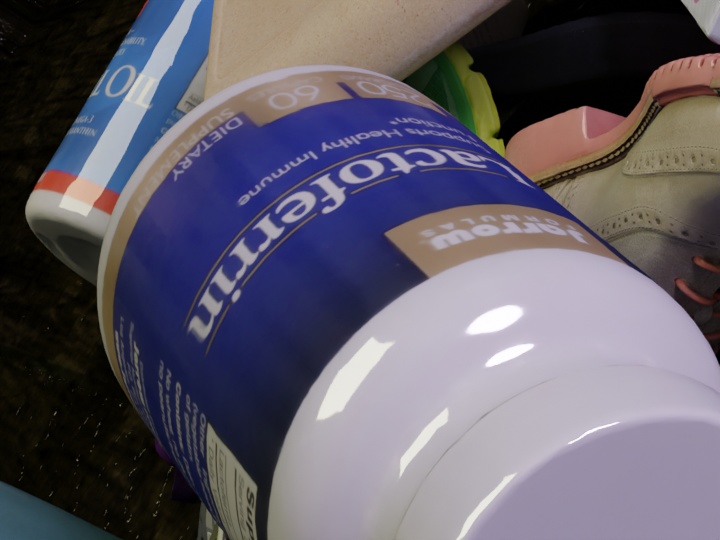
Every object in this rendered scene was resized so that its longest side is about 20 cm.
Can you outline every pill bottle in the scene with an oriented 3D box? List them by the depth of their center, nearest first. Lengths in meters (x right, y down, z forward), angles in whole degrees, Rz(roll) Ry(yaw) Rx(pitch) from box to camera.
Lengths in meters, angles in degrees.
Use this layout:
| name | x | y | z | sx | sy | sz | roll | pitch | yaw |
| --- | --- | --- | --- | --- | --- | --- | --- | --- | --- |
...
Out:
| name | x | y | z | sx | sy | sz | roll | pitch | yaw |
| --- | --- | --- | --- | --- | --- | --- | --- | --- | --- |
| pill bottle | 0.018 | 0.034 | 0.642 | 0.116 | 0.115 | 0.200 | -55 | 32 | 6 |
| pill bottle | -0.058 | -0.081 | 1.234 | 0.201 | 0.112 | 0.112 | -60 | 14 | -15 |

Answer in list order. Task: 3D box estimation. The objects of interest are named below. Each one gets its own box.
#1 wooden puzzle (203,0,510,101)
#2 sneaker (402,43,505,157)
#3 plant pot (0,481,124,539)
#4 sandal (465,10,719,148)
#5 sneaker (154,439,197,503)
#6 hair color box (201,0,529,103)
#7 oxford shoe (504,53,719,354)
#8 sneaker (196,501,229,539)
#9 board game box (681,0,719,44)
| name | x | y | z | sx | sy | sz | roll | pitch | yaw |
| --- | --- | --- | --- | --- | --- | --- | --- | --- | --- |
| wooden puzzle | 0.027 | -0.146 | 0.810 | 0.185 | 0.046 | 0.201 | -34 | 44 | 39 |
| sneaker | 0.000 | 0.000 | 0.804 | 0.074 | 0.083 | 0.201 | 112 | 159 | -51 |
| plant pot | -0.186 | 0.159 | 1.037 | 0.201 | 0.160 | 0.201 | -52 | 14 | 19 |
| sandal | 0.057 | -0.046 | 0.865 | 0.200 | 0.076 | 0.043 | 167 | 108 | -71 |
| sneaker | -0.040 | 0.003 | 1.086 | 0.200 | 0.074 | 0.088 | -58 | -12 | -50 |
| hair color box | -0.001 | -0.065 | 1.003 | 0.060 | 0.100 | 0.201 | -6 | 42 | 27 |
| oxford shoe | 0.093 | -0.008 | 0.693 | 0.200 | 0.070 | 0.074 | 157 | 123 | -71 |
| sneaker | -0.017 | 0.082 | 0.852 | 0.081 | 0.074 | 0.200 | -61 | 5 | 26 |
| board game box | 0.140 | -0.163 | 0.719 | 0.201 | 0.064 | 0.148 | -62 | 22 | 19 |
